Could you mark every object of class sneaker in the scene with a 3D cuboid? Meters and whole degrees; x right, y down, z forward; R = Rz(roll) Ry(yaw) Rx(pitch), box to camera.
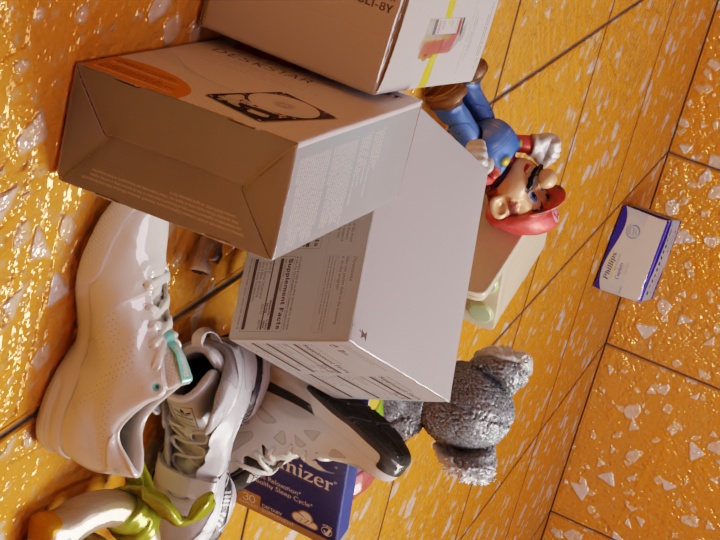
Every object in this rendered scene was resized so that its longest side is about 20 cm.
[{"bbox_3d":[-0.052,0.149,1.211,0.076,0.200,0.116,20,99,-55],"label":"sneaker"},{"bbox_3d":[-0.138,0.139,1.143,0.115,0.075,0.201,43,65,-71],"label":"sneaker"},{"bbox_3d":[-0.148,0.043,0.970,0.075,0.088,0.201,-17,126,-66],"label":"sneaker"}]

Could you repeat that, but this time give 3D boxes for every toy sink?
[{"bbox_3d":[0.115,-0.021,1.605,0.200,0.130,0.112,-54,159,-39],"label":"toy sink"}]

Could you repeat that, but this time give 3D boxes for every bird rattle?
[{"bbox_3d":[-0.195,0.226,1.081,0.163,0.113,0.201,-5,120,-47],"label":"bird rattle"}]

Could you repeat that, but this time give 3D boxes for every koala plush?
[{"bbox_3d":[0.076,0.135,1.558,0.178,0.199,0.184,-66,162,-4],"label":"koala plush"}]

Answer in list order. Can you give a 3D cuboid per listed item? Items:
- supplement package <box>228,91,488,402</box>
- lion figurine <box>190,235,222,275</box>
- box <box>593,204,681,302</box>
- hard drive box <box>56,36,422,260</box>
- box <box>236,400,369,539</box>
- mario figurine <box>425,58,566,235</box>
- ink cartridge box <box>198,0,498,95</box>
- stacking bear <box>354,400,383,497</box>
[{"bbox_3d":[0.004,-0.016,1.115,0.156,0.110,0.201,34,62,-51],"label":"supplement package"},{"bbox_3d":[-0.063,-0.035,1.161,0.200,0.072,0.123,37,66,-67],"label":"lion figurine"},{"bbox_3d":[0.579,-0.036,3.005,0.200,0.105,0.185,-5,116,-70],"label":"box"},{"bbox_3d":[-0.072,-0.086,0.930,0.200,0.155,0.077,-31,138,-64],"label":"hard drive box"},{"bbox_3d":[-0.058,0.156,1.318,0.032,0.121,0.201,-45,151,-49],"label":"box"},{"bbox_3d":[0.158,-0.126,1.506,0.123,0.106,0.200,-38,111,-9],"label":"mario figurine"},{"bbox_3d":[-0.002,-0.190,1.029,0.200,0.145,0.084,-22,133,-66],"label":"ink cartridge box"},{"bbox_3d":[-0.033,0.113,1.376,0.121,0.113,0.201,-48,149,-47],"label":"stacking bear"}]
